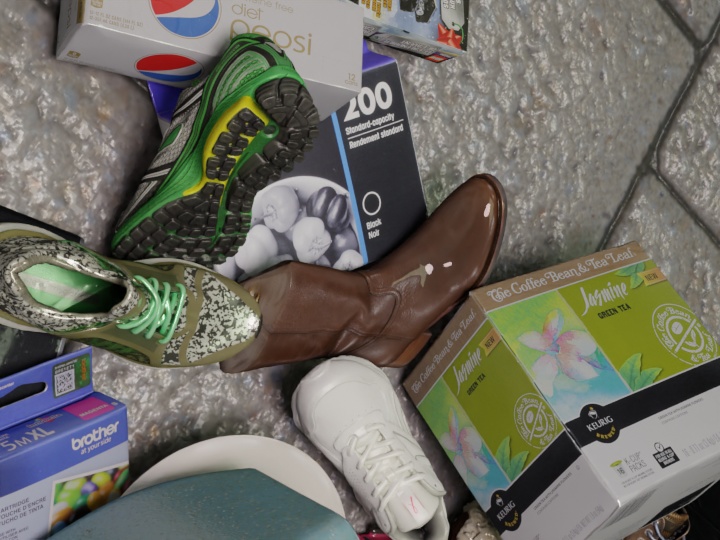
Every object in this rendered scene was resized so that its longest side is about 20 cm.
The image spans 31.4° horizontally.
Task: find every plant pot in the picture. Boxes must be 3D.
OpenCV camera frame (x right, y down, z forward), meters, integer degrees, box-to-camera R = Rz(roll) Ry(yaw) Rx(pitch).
[{"bbox_3d":[-0.085,0.232,0.761,0.200,0.196,0.196,-39,119,-23],"label":"plant pot"}]

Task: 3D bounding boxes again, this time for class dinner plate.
[{"bbox_3d":[-0.092,0.210,0.874,0.200,0.024,0.200,-9,107,-30],"label":"dinner plate"}]

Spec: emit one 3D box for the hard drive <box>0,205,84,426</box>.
[{"bbox_3d":[-0.253,0.053,0.808,0.135,0.042,0.200,24,80,-36],"label":"hard drive"}]

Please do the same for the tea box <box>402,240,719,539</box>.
[{"bbox_3d":[0.180,0.106,1.017,0.200,0.134,0.197,-16,61,-38],"label":"tea box"}]

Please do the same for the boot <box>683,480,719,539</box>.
[{"bbox_3d":[0.394,0.217,1.254,0.162,0.073,0.198,-25,132,-26],"label":"boot"}]

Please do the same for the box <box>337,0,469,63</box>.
[{"bbox_3d":[0.023,-0.271,0.969,0.137,0.040,0.200,11,77,-36],"label":"box"}]

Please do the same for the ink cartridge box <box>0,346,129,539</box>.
[{"bbox_3d":[-0.202,0.159,0.817,0.119,0.042,0.200,-20,118,-46],"label":"ink cartridge box"}]

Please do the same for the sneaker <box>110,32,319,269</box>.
[{"bbox_3d":[-0.100,-0.070,0.846,0.078,0.200,0.085,18,40,-38],"label":"sneaker"}]

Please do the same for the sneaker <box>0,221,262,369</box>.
[{"bbox_3d":[-0.146,0.024,0.794,0.200,0.089,0.077,12,90,-29],"label":"sneaker"}]

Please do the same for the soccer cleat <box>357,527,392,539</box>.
[{"bbox_3d":[-0.023,0.257,0.988,0.200,0.070,0.086,-4,112,-34],"label":"soccer cleat"}]

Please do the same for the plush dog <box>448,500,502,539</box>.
[{"bbox_3d":[0.160,0.295,1.086,0.172,0.160,0.200,-1,97,-63],"label":"plush dog"}]

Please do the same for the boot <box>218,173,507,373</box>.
[{"bbox_3d":[0.000,0.000,0.922,0.200,0.064,0.187,7,118,-48],"label":"boot"}]

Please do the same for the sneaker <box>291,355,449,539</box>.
[{"bbox_3d":[0.021,0.143,0.956,0.078,0.099,0.200,-38,130,-4],"label":"sneaker"}]

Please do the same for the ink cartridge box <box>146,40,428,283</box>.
[{"bbox_3d":[-0.048,-0.089,0.950,0.198,0.043,0.200,-23,106,-33],"label":"ink cartridge box"}]

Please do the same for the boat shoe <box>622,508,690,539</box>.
[{"bbox_3d":[0.261,0.227,1.183,0.072,0.072,0.200,19,82,-35],"label":"boat shoe"}]

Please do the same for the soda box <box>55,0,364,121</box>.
[{"bbox_3d":[-0.099,-0.161,0.865,0.200,0.064,0.068,10,72,-27],"label":"soda box"}]
